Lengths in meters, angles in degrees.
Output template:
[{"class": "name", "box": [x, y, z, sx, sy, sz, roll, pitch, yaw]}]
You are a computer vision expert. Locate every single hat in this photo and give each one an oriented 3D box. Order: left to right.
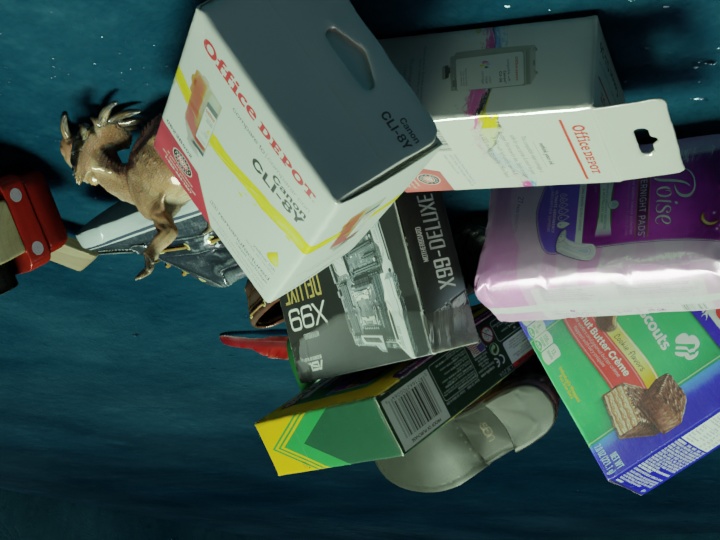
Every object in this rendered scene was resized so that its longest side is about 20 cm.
[{"class": "hat", "box": [-0.055, 0.065, 1.444, 0.200, 0.176, 0.166, -34, 158, -6]}]

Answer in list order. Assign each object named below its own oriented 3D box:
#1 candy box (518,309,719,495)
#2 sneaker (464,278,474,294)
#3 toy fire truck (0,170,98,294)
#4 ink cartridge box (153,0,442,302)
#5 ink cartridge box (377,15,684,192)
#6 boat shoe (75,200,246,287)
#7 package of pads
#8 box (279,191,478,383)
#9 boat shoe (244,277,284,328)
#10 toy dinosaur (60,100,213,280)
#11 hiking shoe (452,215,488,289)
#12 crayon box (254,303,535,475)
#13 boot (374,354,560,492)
[{"class": "candy box", "box": [0.250, 0.051, 0.989, 0.200, 0.169, 0.077, -38, 146, 18]}, {"class": "sneaker", "box": [0.047, 0.030, 1.229, 0.088, 0.076, 0.200, 9, 162, -20]}, {"class": "toy fire truck", "box": [-0.311, -0.030, 1.102, 0.176, 0.129, 0.200, -10, -164, 38]}, {"class": "ink cartridge box", "box": [-0.049, -0.083, 0.792, 0.083, 0.145, 0.200, -33, 174, -24]}, {"class": "ink cartridge box", "box": [0.108, -0.107, 0.826, 0.200, 0.068, 0.116, -1, 161, 20]}, {"class": "boat shoe", "box": [-0.155, -0.024, 1.060, 0.200, 0.071, 0.091, -13, 114, 38]}, {"class": "package of pads", "box": [0.189, -0.028, 0.927, 0.200, 0.121, 0.076, -5, 149, 27]}, {"class": "box", "box": [0.000, 0.000, 1.001, 0.050, 0.158, 0.200, -12, 176, -34]}, {"class": "boat shoe", "box": [-0.040, 0.011, 1.200, 0.070, 0.070, 0.200, 18, 155, -33]}, {"class": "toy dinosaur", "box": [-0.141, -0.088, 0.933, 0.200, 0.136, 0.086, -28, -170, 19]}, {"class": "hiking shoe", "box": [0.173, 0.004, 1.125, 0.200, 0.087, 0.074, 30, 133, -6]}, {"class": "crayon box", "box": [0.034, 0.099, 1.081, 0.200, 0.058, 0.172, -31, -174, -40]}, {"class": "boot", "box": [0.123, 0.123, 1.136, 0.200, 0.069, 0.174, -23, -175, 25]}]
